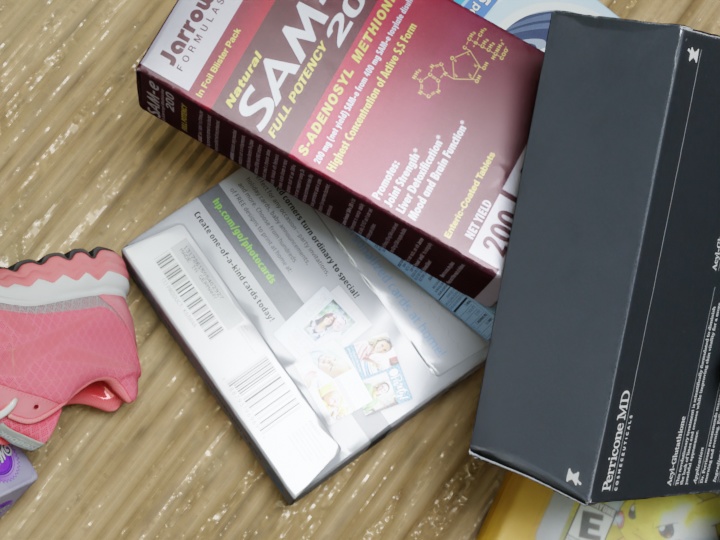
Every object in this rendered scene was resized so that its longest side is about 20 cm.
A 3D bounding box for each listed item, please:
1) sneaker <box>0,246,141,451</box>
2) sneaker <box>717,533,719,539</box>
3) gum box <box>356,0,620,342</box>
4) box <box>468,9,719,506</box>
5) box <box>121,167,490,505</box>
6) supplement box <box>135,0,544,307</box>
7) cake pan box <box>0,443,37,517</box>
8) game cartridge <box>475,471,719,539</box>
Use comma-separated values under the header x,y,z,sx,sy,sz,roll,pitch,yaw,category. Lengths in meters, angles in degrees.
x,y,z,sx,sy,sz,roll,pitch,yaw,category
-0.175,0.044,0.720,0.199,0.074,0.087,-11,79,-49,sneaker
0.253,0.162,0.760,0.199,0.080,0.087,27,66,-28,sneaker
0.079,-0.063,0.793,0.200,0.045,0.170,40,74,2,gum box
0.138,-0.004,0.701,0.141,0.079,0.202,4,100,-45,box
0.000,0.000,0.811,0.199,0.041,0.156,-35,83,-13,box
0.006,-0.081,0.733,0.199,0.061,0.109,29,77,1,supplement box
-0.265,0.062,0.705,0.185,0.052,0.200,57,33,7,cake pan box
0.174,0.105,0.811,0.175,0.032,0.201,27,76,0,game cartridge
